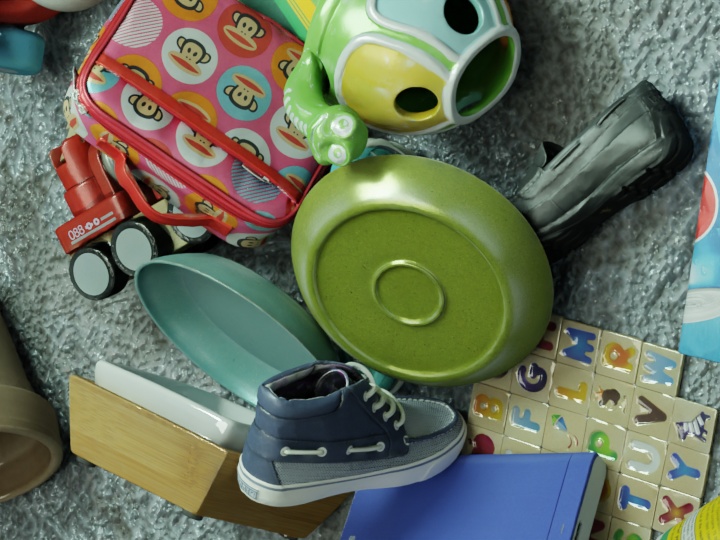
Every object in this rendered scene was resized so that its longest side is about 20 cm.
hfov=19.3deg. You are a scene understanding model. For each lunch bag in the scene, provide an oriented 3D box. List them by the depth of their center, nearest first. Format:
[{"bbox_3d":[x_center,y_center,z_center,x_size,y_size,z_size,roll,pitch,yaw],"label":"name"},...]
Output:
[{"bbox_3d":[-0.119,-0.115,1.593,0.200,0.176,0.082,34,156,-8],"label":"lunch bag"}]

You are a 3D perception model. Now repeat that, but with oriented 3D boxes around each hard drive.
[{"bbox_3d":[0.074,0.196,1.560,0.200,0.025,0.132,-5,51,35],"label":"hard drive"}]

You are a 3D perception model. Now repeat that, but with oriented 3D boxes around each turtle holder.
[{"bbox_3d":[0.029,-0.161,1.515,0.132,0.185,0.141,33,124,29],"label":"turtle holder"}]

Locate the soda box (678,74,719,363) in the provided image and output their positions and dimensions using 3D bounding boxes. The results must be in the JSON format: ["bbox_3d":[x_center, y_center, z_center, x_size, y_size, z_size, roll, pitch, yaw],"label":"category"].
[{"bbox_3d":[0.271,-0.036,1.434,0.068,0.064,0.200,13,101,33],"label":"soda box"}]

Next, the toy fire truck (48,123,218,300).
[{"bbox_3d":[-0.177,-0.102,1.716,0.176,0.129,0.200,-28,89,33],"label":"toy fire truck"}]

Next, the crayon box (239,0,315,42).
[{"bbox_3d":[-0.015,-0.274,1.611,0.119,0.058,0.200,28,109,30],"label":"crayon box"}]

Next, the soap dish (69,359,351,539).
[{"bbox_3d":[-0.117,0.141,1.633,0.157,0.200,0.081,22,88,31],"label":"soap dish"}]

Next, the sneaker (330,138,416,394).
[{"bbox_3d":[0.000,0.000,1.612,0.077,0.080,0.200,6,102,34],"label":"sneaker"}]

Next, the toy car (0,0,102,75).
[{"bbox_3d":[-0.245,-0.253,1.707,0.200,0.177,0.185,8,89,28],"label":"toy car"}]

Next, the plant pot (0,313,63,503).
[{"bbox_3d":[-0.367,0.099,1.828,0.200,0.200,0.175,-31,59,32],"label":"plant pot"}]

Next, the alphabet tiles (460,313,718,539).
[{"bbox_3d":[0.164,0.123,1.556,0.200,0.006,0.167,16,104,33],"label":"alphabet tiles"}]

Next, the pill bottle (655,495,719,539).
[{"bbox_3d":[0.296,0.178,1.407,0.200,0.113,0.113,-40,73,30],"label":"pill bottle"}]

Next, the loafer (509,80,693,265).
[{"bbox_3d":[0.147,-0.059,1.518,0.200,0.068,0.070,-37,65,26],"label":"loafer"}]

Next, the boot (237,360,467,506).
[{"bbox_3d":[0.005,0.107,1.539,0.073,0.200,0.090,40,129,37],"label":"boot"}]

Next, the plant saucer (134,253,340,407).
[{"bbox_3d":[-0.085,0.048,1.644,0.200,0.200,0.036,21,63,31],"label":"plant saucer"}]

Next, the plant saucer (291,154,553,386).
[{"bbox_3d":[0.039,0.010,1.528,0.200,0.031,0.200,12,128,15],"label":"plant saucer"}]
